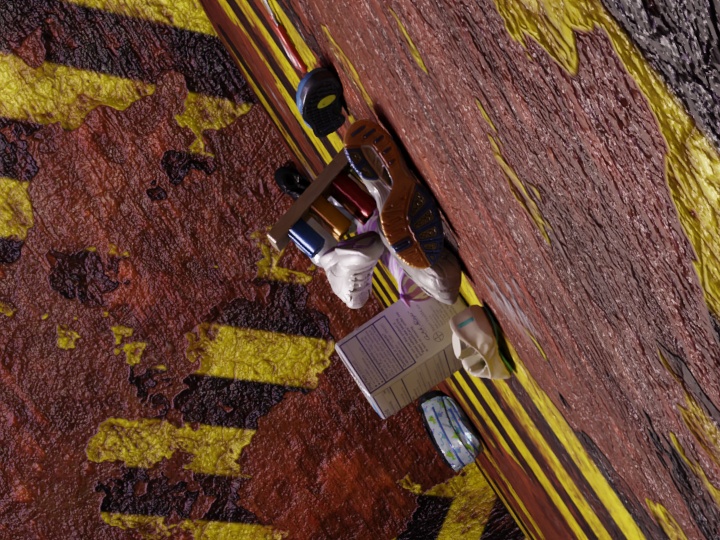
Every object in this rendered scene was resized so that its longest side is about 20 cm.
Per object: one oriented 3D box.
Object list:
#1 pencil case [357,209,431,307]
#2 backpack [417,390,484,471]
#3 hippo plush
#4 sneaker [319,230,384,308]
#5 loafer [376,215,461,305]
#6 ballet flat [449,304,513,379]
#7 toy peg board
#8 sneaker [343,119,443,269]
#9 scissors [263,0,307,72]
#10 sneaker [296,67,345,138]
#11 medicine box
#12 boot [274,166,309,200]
[{"bbox_3d":[0.057,-0.029,1.838,0.084,0.085,0.200,52,180,-34],"label":"pencil case"},{"bbox_3d":[0.241,0.433,3.304,0.201,0.153,0.164,-94,-17,-46],"label":"backpack"},{"bbox_3d":[-0.049,-0.097,2.114,0.200,0.160,0.160,54,176,48],"label":"hippo plush"},{"bbox_3d":[0.000,0.000,1.818,0.200,0.074,0.100,149,102,-75],"label":"sneaker"},{"bbox_3d":[0.077,-0.020,1.704,0.200,0.069,0.070,-127,22,-53],"label":"loafer"},{"bbox_3d":[0.163,0.109,1.727,0.070,0.069,0.200,55,177,33],"label":"ballet flat"},{"bbox_3d":[-0.027,-0.085,1.737,0.098,0.199,0.200,41,177,1],"label":"toy peg board"},{"bbox_3d":[0.047,-0.100,1.547,0.088,0.075,0.201,-76,-39,-78],"label":"sneaker"},{"bbox_3d":[-0.133,-0.385,1.919,0.200,0.014,0.073,58,179,-36],"label":"scissors"},{"bbox_3d":[-0.067,-0.252,1.750,0.079,0.066,0.200,60,178,11],"label":"sneaker"},{"bbox_3d":[0.078,0.120,1.916,0.103,0.199,0.182,56,177,19],"label":"medicine box"},{"bbox_3d":[-0.202,-0.263,3.701,0.200,0.076,0.168,49,177,23],"label":"boot"}]
